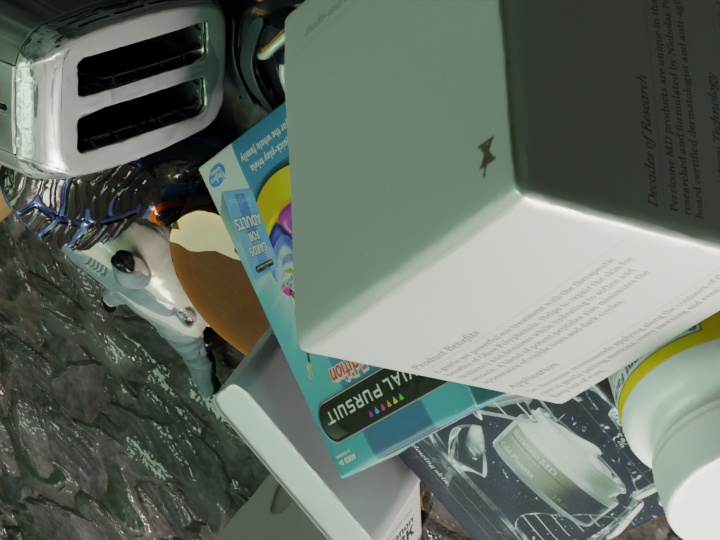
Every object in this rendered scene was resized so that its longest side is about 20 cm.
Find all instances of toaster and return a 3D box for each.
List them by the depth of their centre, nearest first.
[{"bbox_3d":[-0.168,-0.128,1.628,0.129,0.200,0.114,29,125,38],"label":"toaster"}]

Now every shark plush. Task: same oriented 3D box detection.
[{"bbox_3d":[-0.145,0.006,1.878,0.083,0.091,0.200,-10,145,27],"label":"shark plush"}]

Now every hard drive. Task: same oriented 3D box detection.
[{"bbox_3d":[-0.006,0.077,1.697,0.027,0.200,0.132,-35,99,31],"label":"hard drive"}]

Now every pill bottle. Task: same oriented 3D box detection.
[{"bbox_3d":[0.184,0.039,1.453,0.114,0.201,0.115,-8,141,-6],"label":"pill bottle"}]

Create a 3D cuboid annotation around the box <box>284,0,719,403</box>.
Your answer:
[{"bbox_3d":[0.082,-0.067,1.381,0.171,0.201,0.199,12,151,-31],"label":"box"}]

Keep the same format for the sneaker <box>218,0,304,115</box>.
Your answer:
[{"bbox_3d":[-0.043,-0.128,1.628,0.200,0.079,0.079,1,128,46],"label":"sneaker"}]

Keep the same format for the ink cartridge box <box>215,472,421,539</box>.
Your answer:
[{"bbox_3d":[-0.026,0.225,1.911,0.084,0.144,0.201,22,140,25],"label":"ink cartridge box"}]

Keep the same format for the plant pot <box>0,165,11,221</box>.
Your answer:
[{"bbox_3d":[-0.258,-0.114,1.792,0.200,0.186,0.187,-26,107,39],"label":"plant pot"}]

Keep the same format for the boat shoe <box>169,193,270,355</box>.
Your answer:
[{"bbox_3d":[-0.050,0.025,1.783,0.070,0.070,0.200,-23,116,28],"label":"boat shoe"}]

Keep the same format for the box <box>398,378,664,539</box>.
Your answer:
[{"bbox_3d":[0.108,0.053,1.627,0.200,0.124,0.196,48,143,-5],"label":"box"}]

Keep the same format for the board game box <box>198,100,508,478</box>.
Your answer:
[{"bbox_3d":[0.000,0.000,1.550,0.151,0.047,0.201,-33,80,54],"label":"board game box"}]

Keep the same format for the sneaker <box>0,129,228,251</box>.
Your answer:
[{"bbox_3d":[-0.161,-0.065,1.725,0.078,0.200,0.075,44,114,22],"label":"sneaker"}]
